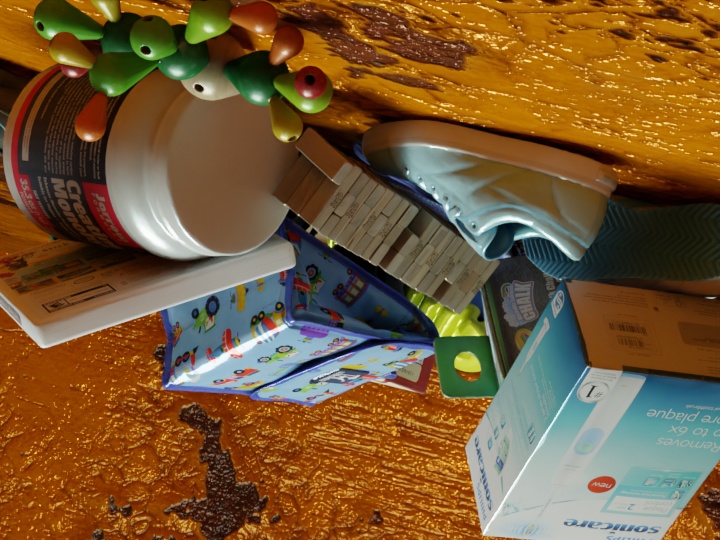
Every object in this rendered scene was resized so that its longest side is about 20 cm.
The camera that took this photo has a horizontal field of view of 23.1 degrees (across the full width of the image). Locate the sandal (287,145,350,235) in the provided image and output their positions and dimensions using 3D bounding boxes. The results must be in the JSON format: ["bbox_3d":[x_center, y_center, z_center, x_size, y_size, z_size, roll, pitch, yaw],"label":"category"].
[{"bbox_3d":[-0.065,-0.031,1.437,0.076,0.043,0.200,0,145,-42],"label":"sandal"}]

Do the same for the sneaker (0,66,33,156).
[{"bbox_3d":[-0.296,-0.131,1.497,0.199,0.080,0.075,17,173,-23],"label":"sneaker"}]

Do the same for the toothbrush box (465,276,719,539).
[{"bbox_3d":[0.181,0.109,1.276,0.145,0.086,0.201,8,136,-19],"label":"toothbrush box"}]

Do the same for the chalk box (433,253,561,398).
[{"bbox_3d":[0.159,0.066,1.379,0.198,0.125,0.124,-11,138,3],"label":"chalk box"}]

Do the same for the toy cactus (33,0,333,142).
[{"bbox_3d":[-0.103,-0.125,1.106,0.198,0.103,0.165,5,-179,13],"label":"toy cactus"}]

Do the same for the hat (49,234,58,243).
[{"bbox_3d":[-0.136,-0.075,1.441,0.175,0.201,0.166,-3,128,26],"label":"hat"}]

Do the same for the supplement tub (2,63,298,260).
[{"bbox_3d":[-0.156,-0.083,1.291,0.199,0.141,0.140,9,171,45],"label":"supplement tub"}]

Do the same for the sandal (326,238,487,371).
[{"bbox_3d":[0.054,-0.001,1.531,0.200,0.087,0.080,43,141,6],"label":"sandal"}]

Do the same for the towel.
[{"bbox_3d":[0.069,-0.045,1.430,0.144,0.024,0.200,30,175,15],"label":"towel"}]

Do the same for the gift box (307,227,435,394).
[{"bbox_3d":[-0.040,0.022,1.665,0.186,0.201,0.184,12,167,40],"label":"gift box"}]

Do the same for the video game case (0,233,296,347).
[{"bbox_3d":[-0.173,-0.003,1.327,0.199,0.023,0.182,-19,-159,-21],"label":"video game case"}]

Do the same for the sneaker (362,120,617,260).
[{"bbox_3d":[0.078,-0.053,1.235,0.199,0.083,0.074,13,172,35],"label":"sneaker"}]

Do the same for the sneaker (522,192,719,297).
[{"bbox_3d":[0.206,-0.015,1.286,0.199,0.077,0.081,12,174,42],"label":"sneaker"}]

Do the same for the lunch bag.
[{"bbox_3d":[-0.043,0.053,1.440,0.150,0.095,0.199,-28,145,35],"label":"lunch bag"}]

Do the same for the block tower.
[{"bbox_3d":[0.019,-0.032,1.290,0.200,0.058,0.054,32,-173,-47],"label":"block tower"}]

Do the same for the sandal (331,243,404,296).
[{"bbox_3d":[0.000,-0.001,1.465,0.076,0.043,0.201,33,149,21],"label":"sandal"}]
